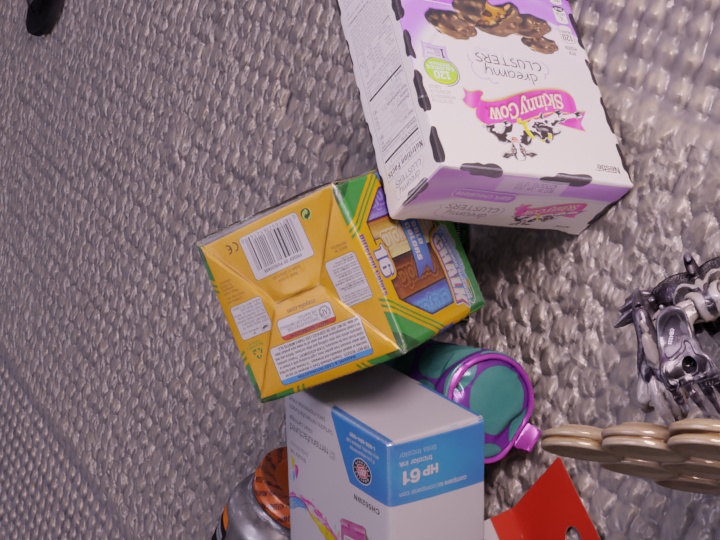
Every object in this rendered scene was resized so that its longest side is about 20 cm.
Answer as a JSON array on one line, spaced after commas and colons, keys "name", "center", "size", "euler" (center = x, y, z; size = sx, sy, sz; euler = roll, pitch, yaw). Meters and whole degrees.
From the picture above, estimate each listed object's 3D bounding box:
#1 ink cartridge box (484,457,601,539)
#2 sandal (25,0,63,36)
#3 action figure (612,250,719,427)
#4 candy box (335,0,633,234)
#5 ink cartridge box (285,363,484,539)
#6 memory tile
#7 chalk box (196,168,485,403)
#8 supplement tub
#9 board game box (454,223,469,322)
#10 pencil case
[{"name": "ink cartridge box", "center": [0.107, 0.258, 1.031], "size": [0.200, 0.057, 0.163], "euler": [-61, 40, 39]}, {"name": "sandal", "center": [-0.425, -0.409, 1.936], "size": [0.200, 0.043, 0.076], "euler": [-55, 44, 38]}, {"name": "action figure", "center": [0.211, 0.043, 0.829], "size": [0.118, 0.200, 0.102], "euler": [-18, 95, 12]}, {"name": "candy box", "center": [0.085, -0.132, 1.007], "size": [0.072, 0.167, 0.201], "euler": [-45, 51, 47]}, {"name": "ink cartridge box", "center": [0.017, 0.185, 1.023], "size": [0.144, 0.084, 0.201], "euler": [23, 121, 55]}, {"name": "memory tile", "center": [0.213, 0.106, 0.796], "size": [0.200, 0.153, 0.017], "euler": [-12, 64, 54]}, {"name": "chalk box", "center": [0.000, 0.000, 1.022], "size": [0.125, 0.200, 0.124], "euler": [-22, 90, 28]}, {"name": "supplement tub", "center": [-0.076, 0.261, 1.242], "size": [0.123, 0.122, 0.200], "euler": [54, 128, 45]}, {"name": "board game box", "center": [0.024, 0.006, 1.215], "size": [0.200, 0.023, 0.105], "euler": [-18, 73, 55]}, {"name": "pencil case", "center": [0.047, 0.098, 1.109], "size": [0.085, 0.092, 0.200], "euler": [-52, 25, -19]}]
